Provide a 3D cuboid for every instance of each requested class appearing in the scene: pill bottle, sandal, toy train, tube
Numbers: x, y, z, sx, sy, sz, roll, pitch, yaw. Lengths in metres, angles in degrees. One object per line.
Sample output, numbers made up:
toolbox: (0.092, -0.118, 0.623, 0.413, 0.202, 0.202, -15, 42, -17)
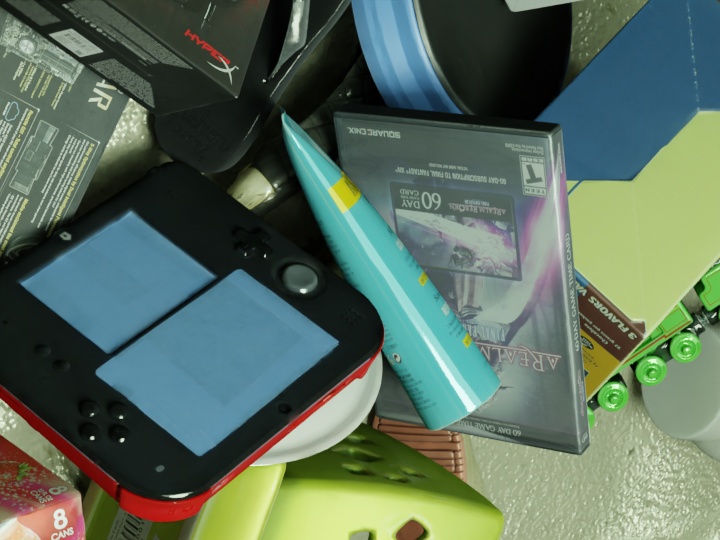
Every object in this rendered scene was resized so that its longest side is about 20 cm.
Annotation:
pill bottle: (0.303, 0.090, 1.498, 0.199, 0.112, 0.114, 9, 98, -39)
sandal: (-0.053, -0.146, 1.156, 0.202, 0.076, 0.043, -64, 165, 8)
toy train: (0.204, 0.041, 1.406, 0.199, 0.042, 0.057, -35, 110, 9)
tube: (0.007, -0.005, 1.158, 0.050, 0.077, 0.201, -33, 98, -4)

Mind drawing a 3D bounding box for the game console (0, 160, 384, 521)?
game console: (-0.101, 0.031, 1.084, 0.200, 0.177, 0.031, -36, 159, -41)

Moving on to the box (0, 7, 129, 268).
box: (-0.213, -0.084, 1.091, 0.160, 0.043, 0.202, 27, 86, -40)

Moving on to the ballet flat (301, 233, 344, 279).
ballet flat: (0.000, 0.000, 1.265, 0.200, 0.068, 0.068, -40, 126, -22)

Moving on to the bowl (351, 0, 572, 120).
bowl: (0.067, -0.171, 1.237, 0.200, 0.039, 0.203, 10, 78, -53)

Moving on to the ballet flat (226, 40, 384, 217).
ballet flat: (-0.021, -0.102, 1.235, 0.057, 0.066, 0.200, 44, 66, -7)

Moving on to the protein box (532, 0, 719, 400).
protein box: (0.161, -0.041, 1.271, 0.135, 0.200, 0.199, 42, 71, 7)

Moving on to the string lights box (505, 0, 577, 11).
string lights box: (0.127, -0.264, 1.246, 0.103, 0.059, 0.201, 57, 45, -34)

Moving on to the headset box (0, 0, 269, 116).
headset box: (-0.109, -0.208, 1.083, 0.148, 0.077, 0.202, 35, 62, -37)

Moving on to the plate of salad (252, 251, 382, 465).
plate of salad: (-0.085, 0.041, 1.146, 0.199, 0.200, 0.048, -13, 140, -34)

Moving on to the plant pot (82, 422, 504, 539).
plant pot: (-0.065, 0.180, 1.194, 0.180, 0.199, 0.202, 20, 92, -33)

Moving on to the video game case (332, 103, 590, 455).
video game case: (0.059, 0.005, 1.177, 0.019, 0.142, 0.202, -37, 128, -49)

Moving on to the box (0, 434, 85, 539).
box: (-0.227, 0.134, 1.044, 0.099, 0.199, 0.096, -16, 115, -33)

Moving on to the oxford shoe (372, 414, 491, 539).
oxford shoe: (0.052, 0.149, 1.365, 0.074, 0.070, 0.202, -33, 124, -55)
